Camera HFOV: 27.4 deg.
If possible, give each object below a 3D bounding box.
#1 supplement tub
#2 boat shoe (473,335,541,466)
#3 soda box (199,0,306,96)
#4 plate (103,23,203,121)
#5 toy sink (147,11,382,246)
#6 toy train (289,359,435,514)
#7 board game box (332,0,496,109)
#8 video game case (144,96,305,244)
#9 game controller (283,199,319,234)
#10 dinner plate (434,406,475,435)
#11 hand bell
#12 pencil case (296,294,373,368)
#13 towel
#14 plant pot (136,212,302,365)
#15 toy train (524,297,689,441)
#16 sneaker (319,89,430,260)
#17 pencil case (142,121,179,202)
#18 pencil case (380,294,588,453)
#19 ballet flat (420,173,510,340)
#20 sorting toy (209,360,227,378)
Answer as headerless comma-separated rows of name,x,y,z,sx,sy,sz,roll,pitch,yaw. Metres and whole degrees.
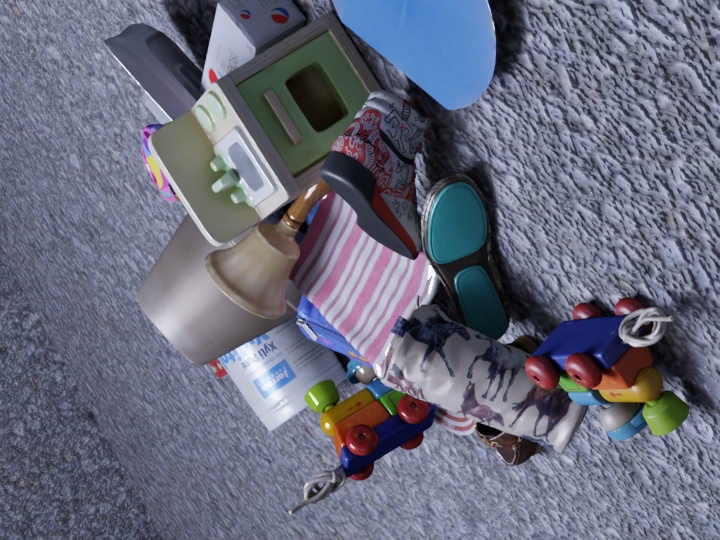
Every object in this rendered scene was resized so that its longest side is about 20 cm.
supplement tub,-0.122,0.091,1.914,0.201,0.132,0.132,55,159,3
boat shoe,0.144,0.143,1.505,0.070,0.070,0.201,41,155,31
soda box,-0.115,-0.221,1.534,0.064,0.068,0.200,51,159,9
plate,-0.194,-0.200,1.656,0.200,0.032,0.200,48,-169,-11
toy sink,-0.083,-0.134,1.412,0.131,0.199,0.112,57,159,-2
toy train,-0.025,0.174,1.656,0.116,0.199,0.085,52,159,24
board game box,0.050,-0.232,1.216,0.200,0.039,0.158,42,150,21
video game case,-0.149,-0.113,1.676,0.200,0.018,0.143,49,-169,23
game controller,-0.058,-0.085,1.645,0.200,0.042,0.105,48,157,18
dinner plate,0.072,0.095,1.651,0.200,0.024,0.201,44,155,26
hand bell,-0.065,-0.057,1.542,0.104,0.200,0.104,33,-159,-14
pencil case,0.006,0.065,1.603,0.200,0.087,0.079,26,134,50
towel,0.000,0.000,1.529,0.200,0.030,0.147,45,121,40
plant pot,-0.162,0.013,1.742,0.200,0.173,0.200,47,-177,-3
toy train,0.233,0.090,1.233,0.116,0.085,0.200,49,160,-12
sneaker,0.036,-0.090,1.381,0.067,0.108,0.201,27,169,28
pencil case,-0.125,-0.134,1.500,0.088,0.199,0.089,48,150,40
pencil case,0.122,0.098,1.376,0.199,0.090,0.078,21,-170,10
ballet flat,0.093,-0.019,1.401,0.075,0.067,0.201,-116,5,-54
sorting toy,-0.199,0.073,2.134,0.201,0.069,0.199,56,159,0
